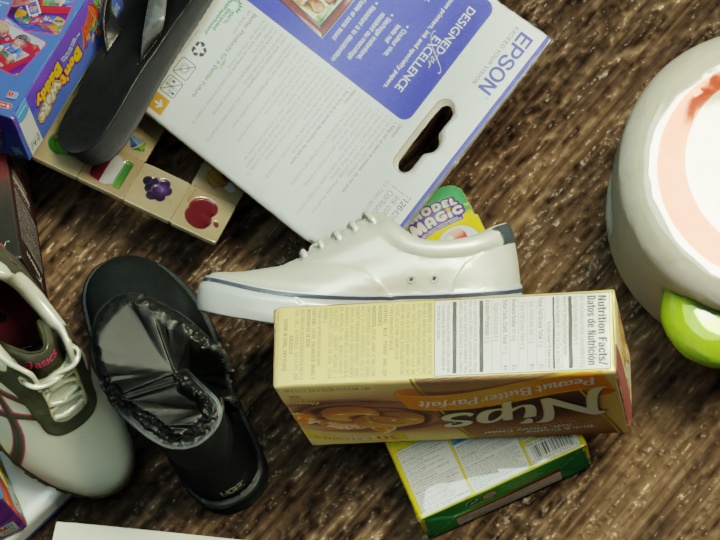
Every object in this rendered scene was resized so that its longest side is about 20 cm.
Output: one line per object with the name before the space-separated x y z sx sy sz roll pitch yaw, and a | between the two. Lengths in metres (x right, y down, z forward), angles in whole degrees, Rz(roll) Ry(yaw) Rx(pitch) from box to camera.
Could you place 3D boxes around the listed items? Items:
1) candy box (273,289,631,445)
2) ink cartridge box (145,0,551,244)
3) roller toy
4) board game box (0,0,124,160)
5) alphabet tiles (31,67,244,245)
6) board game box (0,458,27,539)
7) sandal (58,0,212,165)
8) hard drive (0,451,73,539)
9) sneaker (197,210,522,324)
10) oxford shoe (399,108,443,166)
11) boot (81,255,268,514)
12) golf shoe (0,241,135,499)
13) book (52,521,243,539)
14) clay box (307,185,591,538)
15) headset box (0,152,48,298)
candy box | 0.057 0.059 1.395 0.199 0.115 0.055 -4 69 10
ink cartridge box | -0.012 -0.125 1.508 0.200 0.047 0.198 39 92 12
roller toy | 0.247 -0.046 1.451 0.200 0.140 0.183 -27 77 -6
board game box | -0.275 -0.160 1.548 0.200 0.045 0.135 17 60 21
alphabet tiles | -0.129 -0.126 1.572 0.167 0.008 0.200 25 57 4
board game box | -0.287 0.104 1.405 0.105 0.200 0.103 -26 66 -2
sandal | -0.140 -0.164 1.513 0.076 0.043 0.200 6 67 49
hard drive | -0.280 0.148 1.509 0.200 0.025 0.132 -44 68 -10
sneaker | 0.000 0.000 1.439 0.199 0.073 0.071 0 88 1
oxford shoe | 0.032 -0.158 1.569 0.071 0.071 0.200 19 73 14
boot | -0.127 0.045 1.452 0.076 0.168 0.200 -28 66 -4
golf shoe | -0.197 0.067 1.431 0.077 0.200 0.088 -40 25 -16
book | -0.093 0.222 1.405 0.199 0.048 0.134 4 41 1
clay box | 0.053 0.054 1.487 0.115 0.048 0.200 -24 65 0
headset box | -0.298 -0.059 1.565 0.148 0.075 0.200 -13 61 1
